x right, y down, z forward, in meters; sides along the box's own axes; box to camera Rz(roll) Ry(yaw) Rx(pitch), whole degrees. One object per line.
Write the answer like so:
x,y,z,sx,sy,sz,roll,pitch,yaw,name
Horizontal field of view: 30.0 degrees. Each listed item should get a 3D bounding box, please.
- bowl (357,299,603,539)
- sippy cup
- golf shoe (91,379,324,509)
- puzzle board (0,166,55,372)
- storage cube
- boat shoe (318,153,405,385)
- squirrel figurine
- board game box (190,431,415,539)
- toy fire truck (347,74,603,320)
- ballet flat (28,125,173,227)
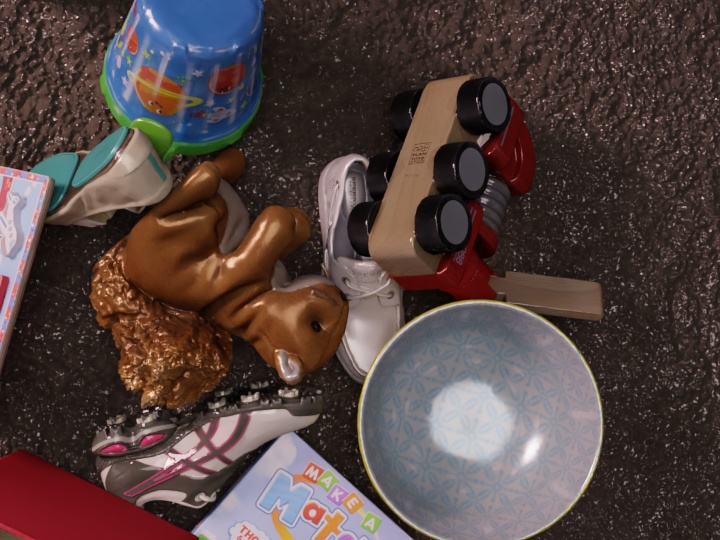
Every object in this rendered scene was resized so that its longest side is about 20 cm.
0.092,0.125,1.122,0.200,0.108,0.201,0,86,-6,bowl
-0.136,-0.182,1.085,0.139,0.130,0.178,-11,70,-20,sippy cup
-0.121,0.146,1.118,0.200,0.077,0.088,-14,94,7,golf shoe
-0.329,0.009,1.086,0.151,0.017,0.200,12,85,34,puzzle board
-0.247,0.262,1.021,0.200,0.180,0.171,25,95,4,storage cube
0.000,0.000,1.138,0.071,0.069,0.200,-10,89,-9,boat shoe
-0.114,0.026,1.101,0.200,0.142,0.187,-42,96,3,squirrel figurine
-0.073,0.255,1.134,0.151,0.037,0.200,42,83,-1,board game box
0.113,-0.044,1.126,0.200,0.129,0.176,42,57,-39,toy fire truck
-0.211,-0.063,1.076,0.069,0.200,0.070,5,82,-35,ballet flat
